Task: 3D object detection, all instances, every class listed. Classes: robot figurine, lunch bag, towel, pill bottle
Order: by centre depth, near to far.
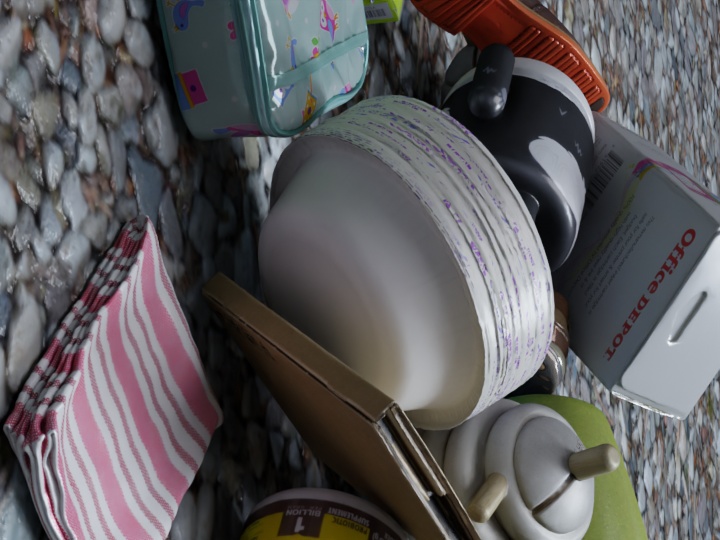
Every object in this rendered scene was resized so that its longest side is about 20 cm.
[{"bbox_3d":[-0.125,0.083,1.115,0.201,0.030,0.147,-67,146,-51],"label":"towel"},{"bbox_3d":[-0.037,0.236,1.201,0.110,0.108,0.201,65,29,-42],"label":"pill bottle"},{"bbox_3d":[-0.055,-0.165,1.283,0.200,0.076,0.162,-40,122,-64],"label":"lunch bag"},{"bbox_3d":[0.102,-0.068,1.483,0.124,0.150,0.201,31,41,-11],"label":"robot figurine"}]

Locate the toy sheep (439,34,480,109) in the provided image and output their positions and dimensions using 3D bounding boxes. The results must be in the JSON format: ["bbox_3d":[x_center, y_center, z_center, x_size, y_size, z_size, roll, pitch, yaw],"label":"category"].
[{"bbox_3d":[0.122,-0.120,1.655,0.138,0.137,0.201,-58,132,-57],"label":"toy sheep"}]

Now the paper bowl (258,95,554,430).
[{"bbox_3d":[0.015,0.004,1.243,0.104,0.200,0.202,-31,119,-30],"label":"paper bowl"}]

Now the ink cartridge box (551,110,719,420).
[{"bbox_3d":[0.205,-0.005,1.523,0.084,0.145,0.200,23,17,-33],"label":"ink cartridge box"}]

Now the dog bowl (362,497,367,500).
[{"bbox_3d":[0.039,0.117,1.441,0.112,0.049,0.202,-52,151,-64],"label":"dog bowl"}]

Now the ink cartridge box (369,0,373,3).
[{"bbox_3d":[0.037,-0.282,1.476,0.201,0.039,0.100,-66,146,-50],"label":"ink cartridge box"}]

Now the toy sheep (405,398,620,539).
[{"bbox_3d":[0.083,0.146,1.312,0.137,0.199,0.139,21,62,-46],"label":"toy sheep"}]

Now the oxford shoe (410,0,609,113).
[{"bbox_3d":[0.119,-0.191,1.552,0.200,0.071,0.073,40,38,-27],"label":"oxford shoe"}]

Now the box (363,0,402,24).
[{"bbox_3d":[0.007,-0.297,1.516,0.122,0.047,0.201,60,32,-49],"label":"box"}]

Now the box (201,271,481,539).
[{"bbox_3d":[-0.006,0.096,1.217,0.021,0.200,0.164,-41,128,-12],"label":"box"}]

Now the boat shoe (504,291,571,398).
[{"bbox_3d":[0.105,0.070,1.530,0.075,0.200,0.072,31,63,-12],"label":"boat shoe"}]

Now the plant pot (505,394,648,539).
[{"bbox_3d":[0.129,0.197,1.446,0.187,0.185,0.202,50,38,-56],"label":"plant pot"}]
